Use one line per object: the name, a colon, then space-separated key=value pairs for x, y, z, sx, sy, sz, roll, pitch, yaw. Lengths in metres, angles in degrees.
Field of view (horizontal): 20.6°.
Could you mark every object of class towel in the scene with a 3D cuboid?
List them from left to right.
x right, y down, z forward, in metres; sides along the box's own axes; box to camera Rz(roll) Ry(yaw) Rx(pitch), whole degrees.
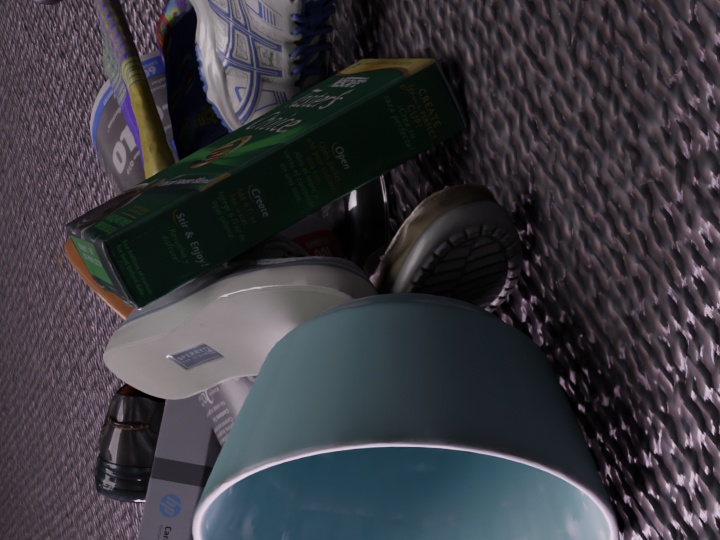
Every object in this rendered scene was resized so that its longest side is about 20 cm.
towel: x=-0.139 y=-0.099 z=1.224 sx=0.144 sy=0.023 sz=0.201 roll=83 pitch=167 yaw=-65

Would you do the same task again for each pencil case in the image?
pencil case: x=-0.084 y=-0.111 z=1.275 sx=0.087 sy=0.078 sz=0.200 roll=-57 pitch=28 yaw=28

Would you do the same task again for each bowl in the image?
bowl: x=0.023 y=0.084 z=0.952 sx=0.201 sy=0.200 sz=0.105 roll=108 pitch=168 yaw=-57

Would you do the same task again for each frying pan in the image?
frying pan: x=-0.006 y=-0.005 z=1.218 sx=0.115 sy=0.031 sz=0.191 roll=-146 pitch=51 yaw=-67

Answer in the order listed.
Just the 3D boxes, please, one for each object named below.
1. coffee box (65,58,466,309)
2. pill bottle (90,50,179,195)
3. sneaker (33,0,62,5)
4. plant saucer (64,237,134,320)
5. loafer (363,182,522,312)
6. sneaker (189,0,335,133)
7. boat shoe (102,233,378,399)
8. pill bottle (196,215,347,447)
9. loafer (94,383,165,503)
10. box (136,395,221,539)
coffee box: x=-0.053 y=-0.051 z=1.050 sx=0.044 sy=0.200 sz=0.123 roll=63 pitch=168 yaw=-13
pill bottle: x=-0.110 y=-0.059 z=1.367 sx=0.200 sy=0.113 sz=0.114 roll=-122 pitch=27 yaw=-49
sneaker: x=-0.171 y=-0.220 z=1.272 sx=0.200 sy=0.113 sz=0.076 roll=86 pitch=169 yaw=-81
plant saucer: x=-0.119 y=0.030 z=1.394 sx=0.032 sy=0.200 sz=0.200 roll=-52 pitch=31 yaw=7
loafer: x=0.028 y=0.005 z=1.031 sx=0.200 sy=0.075 sz=0.070 roll=113 pitch=139 yaw=-61
sneaker: x=-0.048 y=-0.142 z=1.111 sx=0.088 sy=0.075 sz=0.200 roll=-1 pitch=125 yaw=40
boat shoe: x=-0.061 y=0.014 z=1.036 sx=0.200 sy=0.070 sz=0.072 roll=-17 pitch=43 yaw=46
pill bottle: x=-0.028 y=0.080 z=1.153 sx=0.201 sy=0.116 sz=0.116 roll=63 pitch=160 yaw=7
loafer: x=-0.126 y=0.087 z=1.352 sx=0.200 sy=0.072 sz=0.073 roll=-65 pitch=-20 yaw=-70
box: x=-0.103 y=0.184 z=1.285 sx=0.156 sy=0.041 sz=0.201 roll=43 pitch=-123 yaw=-71
